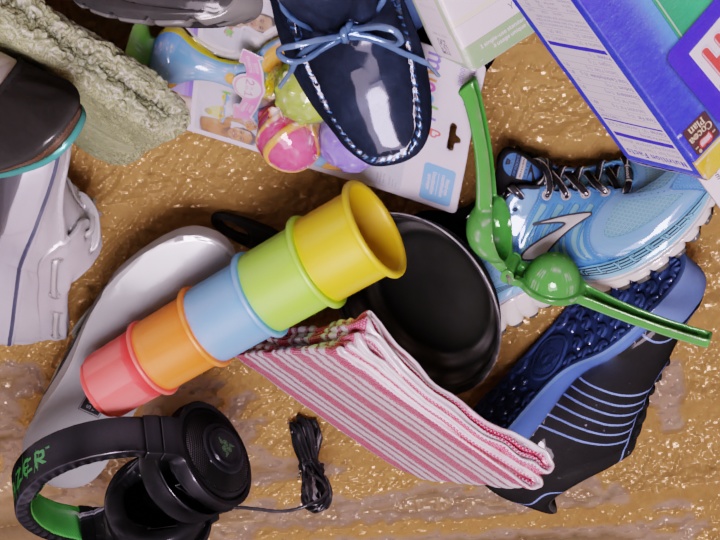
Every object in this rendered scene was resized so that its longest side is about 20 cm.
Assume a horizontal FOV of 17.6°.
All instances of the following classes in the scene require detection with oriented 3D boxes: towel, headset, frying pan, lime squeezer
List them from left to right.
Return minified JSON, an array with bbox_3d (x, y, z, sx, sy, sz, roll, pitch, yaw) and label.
[{"bbox_3d":[-0.189,-0.125,1.266,0.199,0.148,0.037,33,77,-14],"label":"towel"},{"bbox_3d":[-0.109,0.117,1.384,0.199,0.094,0.124,9,145,-25],"label":"headset"},{"bbox_3d":[0.005,0.016,1.349,0.189,0.031,0.116,3,116,38],"label":"frying pan"},{"bbox_3d":[0.016,0.076,1.351,0.146,0.200,0.030,37,75,-16],"label":"towel"},{"bbox_3d":[0.104,-0.016,1.279,0.071,0.038,0.200,-40,103,19],"label":"lime squeezer"}]

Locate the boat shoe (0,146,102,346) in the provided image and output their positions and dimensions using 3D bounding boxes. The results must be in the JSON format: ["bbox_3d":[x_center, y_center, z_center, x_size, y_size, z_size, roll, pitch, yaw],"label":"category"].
[{"bbox_3d":[-0.180,-0.025,1.338,0.065,0.074,0.200,3,148,-14],"label":"boat shoe"}]

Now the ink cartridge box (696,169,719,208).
[{"bbox_3d":[0.270,-0.113,1.223,0.199,0.145,0.084,-32,112,20],"label":"ink cartridge box"}]

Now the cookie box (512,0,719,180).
[{"bbox_3d":[0.156,-0.175,1.140,0.171,0.075,0.200,-46,118,-10],"label":"cookie box"}]

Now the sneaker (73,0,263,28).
[{"bbox_3d":[-0.132,-0.178,1.221,0.199,0.075,0.080,21,107,31],"label":"sneaker"}]

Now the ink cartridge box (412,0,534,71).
[{"bbox_3d":[0.066,-0.226,1.194,0.145,0.048,0.201,-34,118,-13],"label":"ink cartridge box"}]

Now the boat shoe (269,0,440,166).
[{"bbox_3d":[-0.022,-0.144,1.199,0.084,0.069,0.201,-26,99,5],"label":"boat shoe"}]

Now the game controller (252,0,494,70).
[{"bbox_3d":[-0.017,-0.162,1.270,0.104,0.042,0.200,-33,114,34],"label":"game controller"}]

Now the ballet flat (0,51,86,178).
[{"bbox_3d":[-0.214,-0.088,1.235,0.068,0.200,0.068,44,71,-24],"label":"ballet flat"}]

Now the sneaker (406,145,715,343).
[{"bbox_3d":[0.114,-0.033,1.322,0.199,0.078,0.090,-25,112,17],"label":"sneaker"}]

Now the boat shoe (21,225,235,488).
[{"bbox_3d":[-0.140,0.041,1.389,0.071,0.064,0.200,33,117,-16],"label":"boat shoe"}]

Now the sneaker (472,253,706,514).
[{"bbox_3d":[0.145,0.068,1.388,0.078,0.070,0.200,32,121,-23],"label":"sneaker"}]

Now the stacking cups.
[{"bbox_3d":[-0.071,0.019,1.310,0.199,0.061,0.061,-28,115,23],"label":"stacking cups"}]

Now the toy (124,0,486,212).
[{"bbox_3d":[-0.039,-0.089,1.281,0.199,0.047,0.115,20,139,9],"label":"toy"}]
